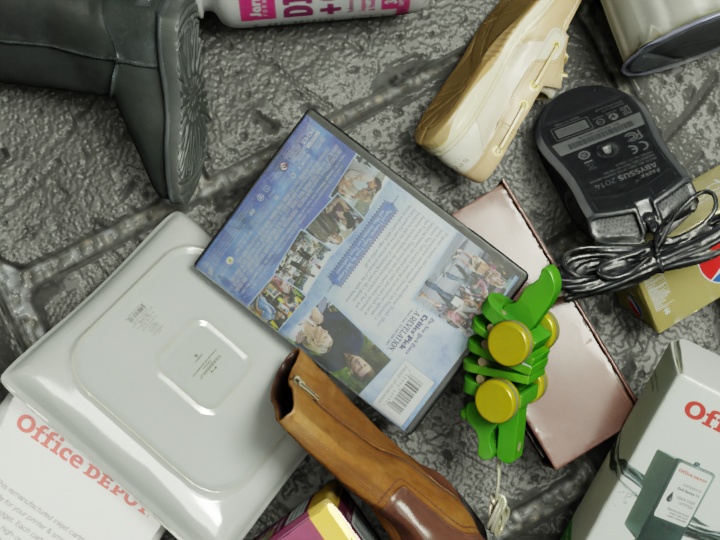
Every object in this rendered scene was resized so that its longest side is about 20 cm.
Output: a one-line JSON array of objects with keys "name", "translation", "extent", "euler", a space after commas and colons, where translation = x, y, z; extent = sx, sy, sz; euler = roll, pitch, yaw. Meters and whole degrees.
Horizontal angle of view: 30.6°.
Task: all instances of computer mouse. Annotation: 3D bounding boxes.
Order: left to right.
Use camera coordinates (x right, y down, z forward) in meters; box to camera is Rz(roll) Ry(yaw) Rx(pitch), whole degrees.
[{"name": "computer mouse", "translation": [0.185, -0.056, 0.960], "extent": [0.137, 0.053, 0.201], "euler": [-18, 46, 4]}]

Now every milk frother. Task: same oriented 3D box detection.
[{"name": "milk frother", "translation": [0.254, -0.271, 0.937], "extent": [0.179, 0.200, 0.190], "euler": [-17, 82, -21]}]

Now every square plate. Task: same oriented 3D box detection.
[{"name": "square plate", "translation": [-0.115, 0.073, 0.934], "extent": [0.198, 0.028, 0.200], "euler": [41, 54, 1]}]

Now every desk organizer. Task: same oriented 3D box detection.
[{"name": "desk organizer", "translation": [0.122, 0.041, 0.972], "extent": [0.077, 0.072, 0.201], "euler": [-30, 86, -3]}]

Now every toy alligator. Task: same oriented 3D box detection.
[{"name": "toy alligator", "translation": [0.093, 0.086, 0.910], "extent": [0.054, 0.059, 0.202], "euler": [20, 110, 27]}]

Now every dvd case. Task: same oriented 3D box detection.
[{"name": "dvd case", "translation": [0.000, 0.000, 0.939], "extent": [0.200, 0.018, 0.143], "euler": [38, 92, 6]}]

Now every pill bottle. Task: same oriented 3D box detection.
[{"name": "pill bottle", "translation": [-0.055, -0.239, 0.972], "extent": [0.198, 0.113, 0.114], "euler": [-6, 84, -2]}]

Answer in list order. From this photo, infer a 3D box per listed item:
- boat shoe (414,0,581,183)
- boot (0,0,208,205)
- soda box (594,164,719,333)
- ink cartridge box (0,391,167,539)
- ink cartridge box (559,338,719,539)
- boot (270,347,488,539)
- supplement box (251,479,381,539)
[{"name": "boat shoe", "translation": [0.119, -0.152, 0.997], "extent": [0.069, 0.074, 0.201], "euler": [42, 75, -21]}, {"name": "boot", "translation": [-0.216, -0.138, 0.970], "extent": [0.198, 0.066, 0.166], "euler": [9, 121, 10]}, {"name": "soda box", "translation": [0.279, -0.037, 0.979], "extent": [0.199, 0.068, 0.064], "euler": [-29, 112, -5]}, {"name": "ink cartridge box", "translation": [-0.233, 0.201, 0.932], "extent": [0.144, 0.084, 0.201], "euler": [33, 83, 1]}, {"name": "ink cartridge box", "translation": [0.232, 0.170, 0.894], "extent": [0.146, 0.083, 0.201], "euler": [25, 106, 3]}, {"name": "boot", "translation": [0.023, 0.152, 0.872], "extent": [0.068, 0.189, 0.200], "euler": [-37, 111, 14]}, {"name": "supplement box", "translation": [-0.069, 0.247, 0.904], "extent": [0.199, 0.131, 0.104], "euler": [-36, 87, 0]}]
